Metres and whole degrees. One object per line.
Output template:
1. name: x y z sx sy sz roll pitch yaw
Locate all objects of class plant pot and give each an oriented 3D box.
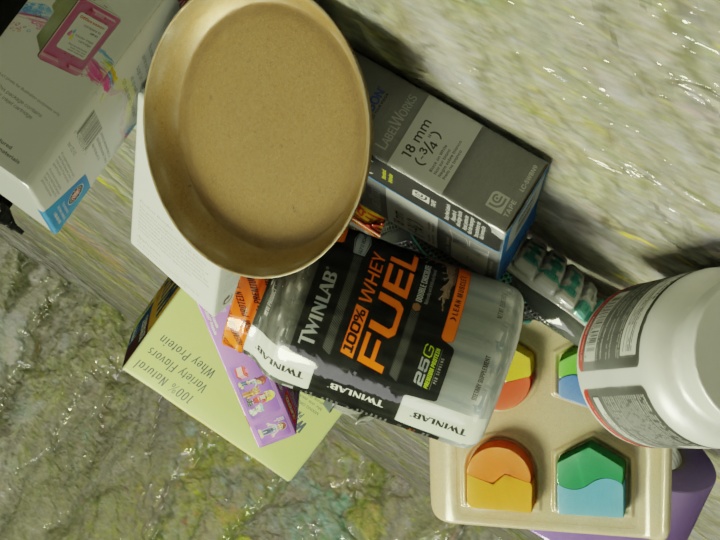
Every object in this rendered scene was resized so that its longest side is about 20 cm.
1. plant pot: -0.066 -0.096 1.215 0.199 0.202 0.027 26 -159 31

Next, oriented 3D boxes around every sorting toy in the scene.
1. sorting toy: 0.144 0.119 1.404 0.198 0.187 0.036 4 -163 19

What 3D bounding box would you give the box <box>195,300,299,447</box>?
1. box: -0.106 0.036 1.571 0.137 0.039 0.202 -89 -21 -72

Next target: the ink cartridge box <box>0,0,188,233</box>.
1. ink cartridge box: -0.200 -0.144 1.290 0.084 0.201 0.145 35 169 5

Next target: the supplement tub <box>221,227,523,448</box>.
1. supplement tub: 0.008 0.040 1.288 0.198 0.124 0.123 19 169 0

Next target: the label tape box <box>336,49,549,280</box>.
1. label tape box: 0.029 -0.081 1.264 0.199 0.064 0.144 31 169 9

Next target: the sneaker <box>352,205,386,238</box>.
1. sneaker: -0.017 -0.077 1.407 0.200 0.073 0.077 42 176 -27

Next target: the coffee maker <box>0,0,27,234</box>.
1. coffee maker: -0.300 -0.148 1.554 0.191 0.201 0.135 31 172 21

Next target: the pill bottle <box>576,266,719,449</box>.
1. pill bottle: 0.224 0.059 1.179 0.115 0.116 0.200 34 170 -7

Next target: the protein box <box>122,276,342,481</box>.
1. protein box: -0.087 0.048 1.719 0.198 0.201 0.135 35 -166 -11

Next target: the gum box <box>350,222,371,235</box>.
1. gum box: -0.067 -0.085 1.516 0.113 0.067 0.200 22 165 41

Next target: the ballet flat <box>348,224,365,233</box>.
1. ballet flat: 0.000 0.000 1.454 0.072 0.073 0.200 26 -178 29

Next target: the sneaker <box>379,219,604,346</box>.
1. sneaker: 0.096 0.011 1.368 0.199 0.092 0.077 34 -159 13

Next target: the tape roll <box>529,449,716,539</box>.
1. tape roll: 0.210 0.177 1.606 0.198 0.086 0.200 21 -163 -7

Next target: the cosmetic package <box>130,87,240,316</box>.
1. cosmetic package: -0.116 -0.065 1.374 0.101 0.074 0.201 40 149 15

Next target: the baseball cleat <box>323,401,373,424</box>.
1. baseball cleat: 0.051 0.084 1.646 0.107 0.198 0.070 -49 59 50
